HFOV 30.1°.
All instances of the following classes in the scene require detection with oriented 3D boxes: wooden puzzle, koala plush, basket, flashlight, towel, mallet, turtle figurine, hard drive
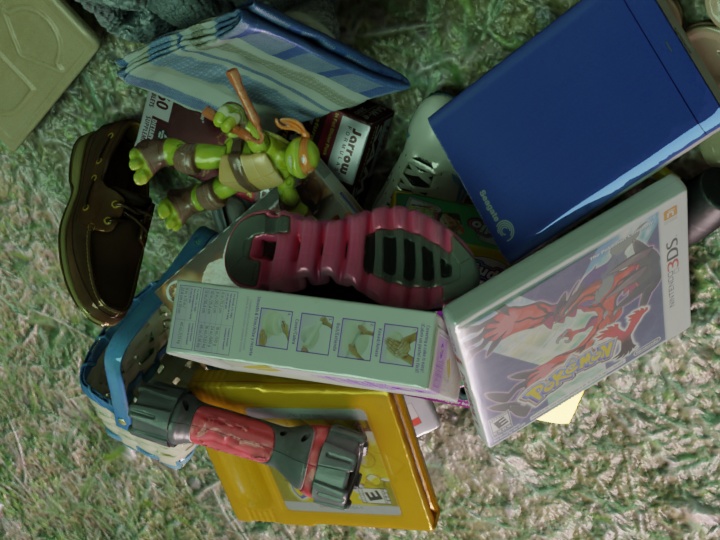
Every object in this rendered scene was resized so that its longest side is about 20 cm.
[{"bbox_3d":[-0.336,-0.229,1.223,0.185,0.046,0.200,47,134,-6],"label":"wooden puzzle"},{"bbox_3d":[-0.090,-0.240,1.009,0.198,0.179,0.184,9,162,15],"label":"koala plush"},{"bbox_3d":[-0.182,0.078,1.255,0.138,0.177,0.201,26,140,12],"label":"basket"},{"bbox_3d":[-0.096,0.142,1.116,0.199,0.068,0.068,15,133,9],"label":"flashlight"},{"bbox_3d":[-0.077,-0.141,0.980,0.146,0.024,0.199,20,164,-33],"label":"towel"},{"bbox_3d":[0.197,-0.093,1.026,0.199,0.041,0.066,35,150,9],"label":"mallet"},{"bbox_3d":[-0.096,-0.087,1.032,0.160,0.065,0.200,-7,144,26],"label":"turtle figurine"},{"bbox_3d":[0.156,-0.112,0.982,0.200,0.025,0.133,-35,77,32],"label":"hard drive"}]

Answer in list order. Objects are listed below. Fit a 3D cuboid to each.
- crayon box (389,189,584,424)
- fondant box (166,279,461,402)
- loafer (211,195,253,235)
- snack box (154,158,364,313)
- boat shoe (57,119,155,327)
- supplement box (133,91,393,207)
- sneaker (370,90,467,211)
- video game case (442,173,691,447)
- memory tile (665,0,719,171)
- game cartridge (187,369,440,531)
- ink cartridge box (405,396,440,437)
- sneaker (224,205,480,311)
[{"bbox_3d":[0.104,0.034,1.107,0.198,0.058,0.173,11,129,-6],"label":"crayon box"},{"bbox_3d":[-0.029,0.055,1.015,0.198,0.144,0.059,6,82,14],"label":"fondant box"},{"bbox_3d":[-0.073,0.006,1.221,0.063,0.072,0.201,-12,111,28],"label":"loafer"},{"bbox_3d":[-0.085,-0.012,1.124,0.200,0.024,0.072,-38,96,29],"label":"snack box"},{"bbox_3d":[-0.222,-0.049,1.194,0.067,0.201,0.072,-26,144,35],"label":"boat shoe"},{"bbox_3d":[-0.084,-0.117,1.133,0.199,0.061,0.110,23,113,12],"label":"supplement box"},{"bbox_3d":[0.046,-0.057,1.113,0.072,0.073,0.201,28,128,11],"label":"sneaker"},{"bbox_3d":[0.164,0.036,1.015,0.023,0.199,0.183,55,171,37],"label":"video game case"},{"bbox_3d":[0.261,-0.175,0.957,0.153,0.017,0.201,31,130,7],"label":"memory tile"},{"bbox_3d":[-0.043,0.159,1.174,0.199,0.033,0.177,-3,127,22],"label":"game cartridge"},{"bbox_3d":[-0.037,0.093,1.208,0.161,0.050,0.201,-25,123,6],"label":"ink cartridge box"},{"bbox_3d":[0.000,0.000,1.023,0.199,0.080,0.095,7,162,21],"label":"sneaker"}]
